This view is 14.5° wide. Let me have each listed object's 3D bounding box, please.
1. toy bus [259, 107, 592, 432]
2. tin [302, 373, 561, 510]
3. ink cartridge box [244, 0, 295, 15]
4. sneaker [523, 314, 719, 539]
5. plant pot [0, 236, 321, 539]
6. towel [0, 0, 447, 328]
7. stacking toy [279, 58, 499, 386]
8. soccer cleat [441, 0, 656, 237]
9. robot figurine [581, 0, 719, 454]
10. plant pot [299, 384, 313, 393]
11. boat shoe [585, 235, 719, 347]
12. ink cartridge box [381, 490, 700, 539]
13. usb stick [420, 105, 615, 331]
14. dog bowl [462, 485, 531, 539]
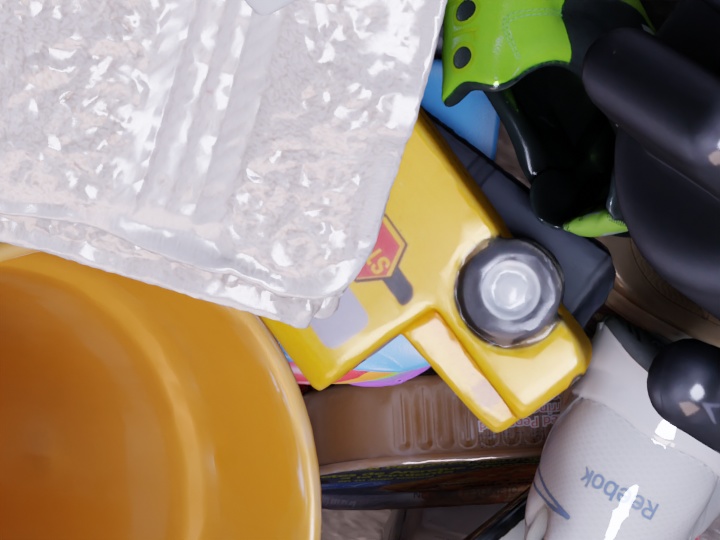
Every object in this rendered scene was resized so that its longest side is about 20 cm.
[{"bbox_3d":[-0.015,-0.035,0.838,0.200,0.078,0.065,54,-175,2],"label":"toy bus"},{"bbox_3d":[0.064,0.064,1.086,0.199,0.042,0.112,-3,171,0],"label":"tin"},{"bbox_3d":[-0.013,-0.167,0.623,0.145,0.084,0.200,-26,142,12],"label":"ink cartridge box"},{"bbox_3d":[0.082,0.070,0.931,0.074,0.087,0.200,29,176,11],"label":"sneaker"},{"bbox_3d":[-0.145,0.076,0.896,0.183,0.201,0.200,10,160,48],"label":"plant pot"},{"bbox_3d":[-0.040,-0.089,0.764,0.132,0.201,0.034,15,-162,-1],"label":"towel"},{"bbox_3d":[0.000,0.000,1.006,0.116,0.110,0.200,8,168,13],"label":"stacking toy"},{"bbox_3d":[0.091,-0.036,0.888,0.067,0.081,0.200,-13,143,42],"label":"soccer cleat"},{"bbox_3d":[0.154,-0.023,0.808,0.150,0.125,0.200,-26,137,33],"label":"robot figurine"},{"bbox_3d":[-0.134,0.083,1.098,0.182,0.201,0.201,8,154,22],"label":"plant pot"},{"bbox_3d":[0.146,0.029,1.011,0.200,0.072,0.065,29,157,-26],"label":"boat shoe"},{"bbox_3d":[0.070,0.131,1.240,0.116,0.068,0.200,14,153,-2],"label":"ink cartridge box"},{"bbox_3d":[-0.009,-0.039,0.888,0.200,0.056,0.033,38,180,3],"label":"usb stick"},{"bbox_3d":[0.018,0.159,1.023,0.074,0.200,0.200,51,150,4],"label":"dog bowl"}]
